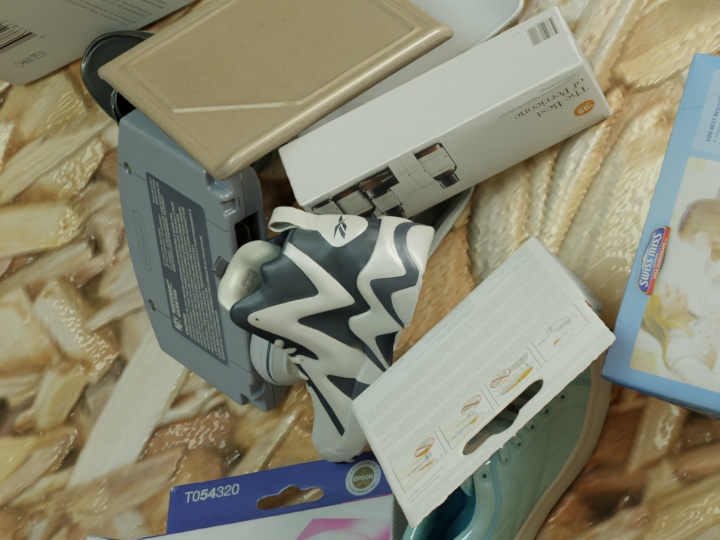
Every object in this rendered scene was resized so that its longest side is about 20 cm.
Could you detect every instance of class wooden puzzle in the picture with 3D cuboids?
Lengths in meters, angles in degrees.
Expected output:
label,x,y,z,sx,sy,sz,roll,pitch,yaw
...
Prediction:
label,x,y,z,sx,sy,sz,roll,pitch,yaw
wooden puzzle,-0.057,-0.139,1.724,0.185,0.037,0.200,-33,36,-15

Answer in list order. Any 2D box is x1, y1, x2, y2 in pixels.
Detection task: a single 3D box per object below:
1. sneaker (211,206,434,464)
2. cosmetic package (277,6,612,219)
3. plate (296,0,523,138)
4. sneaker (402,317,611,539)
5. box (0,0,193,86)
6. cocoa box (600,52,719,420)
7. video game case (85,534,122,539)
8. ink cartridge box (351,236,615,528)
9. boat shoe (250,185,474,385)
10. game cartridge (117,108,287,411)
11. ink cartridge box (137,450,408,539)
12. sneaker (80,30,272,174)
label,x,y,z,sx,sy,sz,roll,pitch,yaw
sneaker,-0.037,0.035,1.663,0.199,0.129,0.080,108,179,-48
cosmetic package,0.055,-0.087,1.654,0.200,0.083,0.051,-27,64,9
plate,0.014,-0.193,1.792,0.199,0.032,0.200,-39,56,26
sneaker,0.089,0.111,1.612,0.074,0.082,0.201,27,96,40
box,-0.260,-0.251,1.924,0.200,0.199,0.131,-22,65,34
cocoa box,0.247,-0.007,1.481,0.133,0.131,0.201,15,87,41
video game case,-0.128,0.289,1.768,0.200,0.045,0.182,10,85,41
ink cartridge box,0.082,0.073,1.539,0.162,0.050,0.200,-43,22,5
boat shoe,0.000,0.000,1.722,0.067,0.073,0.200,41,104,42
game cartridge,-0.111,-0.011,1.769,0.133,0.041,0.200,36,144,43
ink cartridge box,-0.059,0.207,1.682,0.196,0.043,0.201,-13,56,24
sneaker,-0.157,-0.135,1.868,0.200,0.106,0.075,31,98,40
